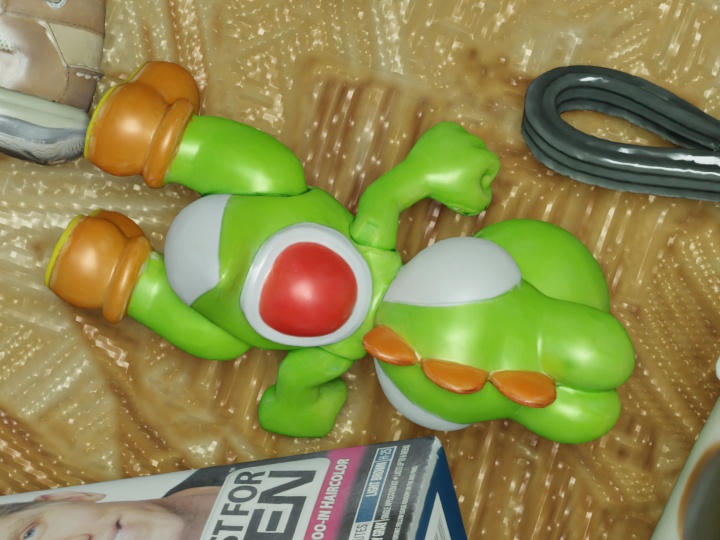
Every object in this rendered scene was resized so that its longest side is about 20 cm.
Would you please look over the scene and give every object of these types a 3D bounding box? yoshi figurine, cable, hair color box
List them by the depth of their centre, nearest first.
[{"bbox_3d":[-0.069,0.115,0.942,0.199,0.100,0.061,-10,113,13],"label":"hair color box"},{"bbox_3d":[0.153,-0.023,0.978,0.199,0.050,0.097,1,54,7],"label":"cable"},{"bbox_3d":[0.002,0.002,0.979,0.199,0.113,0.112,22,59,11],"label":"yoshi figurine"}]

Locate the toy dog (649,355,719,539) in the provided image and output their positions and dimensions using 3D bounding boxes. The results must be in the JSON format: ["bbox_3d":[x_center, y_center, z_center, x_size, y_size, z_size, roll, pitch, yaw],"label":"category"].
[{"bbox_3d":[0.136,0.112,0.922,0.200,0.194,0.140,-45,56,5],"label":"toy dog"}]

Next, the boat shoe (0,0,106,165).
[{"bbox_3d":[-0.180,-0.097,0.975,0.199,0.076,0.072,18,89,-10],"label":"boat shoe"}]
